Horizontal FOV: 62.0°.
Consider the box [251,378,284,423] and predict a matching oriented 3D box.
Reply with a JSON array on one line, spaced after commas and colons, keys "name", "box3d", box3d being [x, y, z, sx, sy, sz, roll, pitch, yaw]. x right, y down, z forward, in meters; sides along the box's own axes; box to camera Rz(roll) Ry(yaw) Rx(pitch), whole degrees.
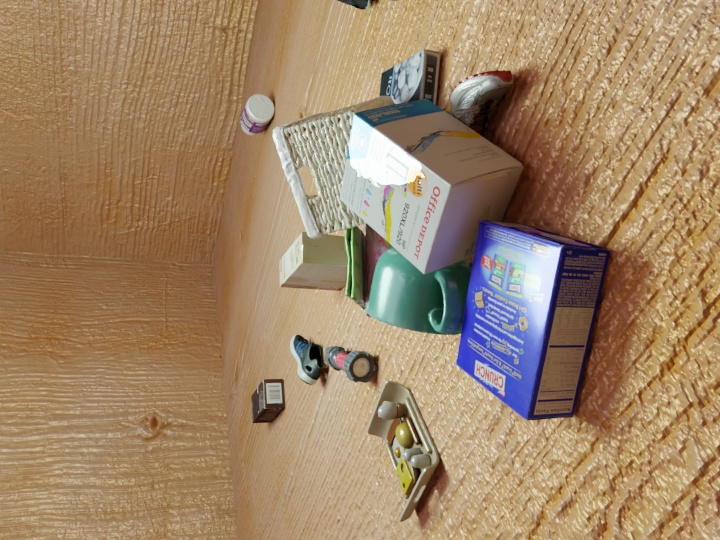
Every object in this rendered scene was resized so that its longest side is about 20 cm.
[{"name": "box", "box3d": [-0.312, 0.438, 2.007, 0.200, 0.074, 0.101, 125, 143, -56]}]

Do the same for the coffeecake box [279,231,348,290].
[{"name": "coffeecake box", "box3d": [-0.090, -0.016, 1.388, 0.200, 0.152, 0.074, 142, 129, -62]}]

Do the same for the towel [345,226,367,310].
[{"name": "towel", "box3d": [0.000, 0.000, 1.178, 0.200, 0.030, 0.150, 43, -136, -71]}]

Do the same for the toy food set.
[{"name": "toy food set", "box3d": [0.065, 0.317, 1.065, 0.200, 0.060, 0.144, -114, 34, -51]}]

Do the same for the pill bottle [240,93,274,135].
[{"name": "pill bottle", "box3d": [-0.415, -0.609, 2.375, 0.200, 0.111, 0.113, 157, 114, -67]}]

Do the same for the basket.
[{"name": "basket", "box3d": [-0.020, -0.187, 1.049, 0.200, 0.160, 0.199, -46, -59, -59]}]

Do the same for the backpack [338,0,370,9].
[{"name": "backpack", "box3d": [-0.030, -0.717, 1.352, 0.176, 0.152, 0.201, -112, 39, -58]}]

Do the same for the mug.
[{"name": "mug", "box3d": [0.105, 0.025, 0.899, 0.184, 0.151, 0.115, 15, 98, 39]}]

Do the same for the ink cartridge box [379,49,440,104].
[{"name": "ink cartridge box", "box3d": [0.083, -0.291, 1.136, 0.198, 0.043, 0.202, -165, 78, -69]}]

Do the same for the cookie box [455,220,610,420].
[{"name": "cookie box", "box3d": [0.200, 0.053, 0.734, 0.171, 0.075, 0.202, -145, 61, -65]}]

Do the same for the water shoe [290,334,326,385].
[{"name": "water shoe", "box3d": [-0.133, 0.224, 1.612, 0.079, 0.071, 0.200, -50, 31, 13]}]

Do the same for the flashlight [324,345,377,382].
[{"name": "flashlight", "box3d": [-0.030, 0.199, 1.320, 0.200, 0.067, 0.068, -176, 88, -68]}]

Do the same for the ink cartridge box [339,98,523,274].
[{"name": "ink cartridge box", "box3d": [0.092, -0.123, 0.846, 0.200, 0.144, 0.148, 44, 138, 33]}]

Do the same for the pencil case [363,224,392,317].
[{"name": "pencil case", "box3d": [0.044, -0.012, 1.135, 0.087, 0.087, 0.202, 151, 119, -65]}]

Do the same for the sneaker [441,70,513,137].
[{"name": "sneaker", "box3d": [0.167, -0.220, 0.887, 0.083, 0.077, 0.200, 70, 156, 16]}]
